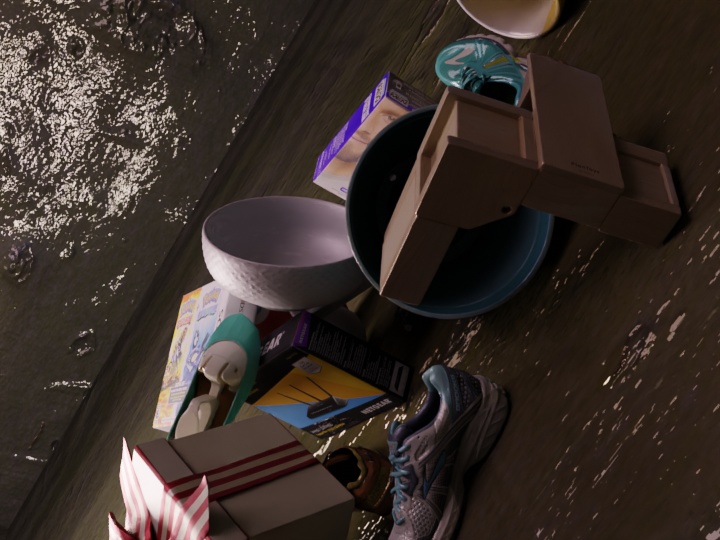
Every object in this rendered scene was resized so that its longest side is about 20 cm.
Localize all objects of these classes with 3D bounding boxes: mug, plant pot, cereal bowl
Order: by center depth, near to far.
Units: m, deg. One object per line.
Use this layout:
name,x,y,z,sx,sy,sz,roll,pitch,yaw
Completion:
plant pot,0.083,-0.062,0.992,0.201,0.199,0.188,-60,3,3
cereal bowl,-0.081,-0.011,1.090,0.200,0.198,0.084,-104,15,-63
mug,0.224,-0.389,1.189,0.154,0.185,0.150,-59,-16,-21

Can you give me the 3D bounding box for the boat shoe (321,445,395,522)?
boat shoe,-0.010,0.213,1.014,0.200,0.068,0.072,-19,46,64

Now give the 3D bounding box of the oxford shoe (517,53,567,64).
oxford shoe,0.171,-0.226,1.137,0.071,0.074,0.200,-61,19,-7

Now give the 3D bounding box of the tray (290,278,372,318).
tray,0.000,0.000,1.151,0.199,0.022,0.107,-33,23,-8

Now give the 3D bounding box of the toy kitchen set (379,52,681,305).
toy kitchen set,0.140,-0.070,0.851,0.164,0.198,0.181,-84,13,-46

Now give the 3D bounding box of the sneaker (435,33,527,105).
sneaker,0.143,-0.211,1.066,0.200,0.079,0.078,38,133,48

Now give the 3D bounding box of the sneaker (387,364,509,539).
sneaker,0.052,0.178,0.869,0.201,0.086,0.078,-65,18,-9

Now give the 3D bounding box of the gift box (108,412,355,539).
gift box,-0.136,0.250,0.945,0.184,0.186,0.202,30,121,43

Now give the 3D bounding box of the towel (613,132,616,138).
towel,0.171,-0.132,0.992,0.200,0.085,0.018,177,107,-68

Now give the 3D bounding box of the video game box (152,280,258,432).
video game box,-0.192,0.107,1.191,0.200,0.046,0.184,-21,53,60

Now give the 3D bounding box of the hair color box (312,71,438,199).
hair color box,0.028,-0.180,1.399,0.200,0.109,0.065,-46,24,40

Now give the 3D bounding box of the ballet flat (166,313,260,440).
ballet flat,-0.160,0.137,1.047,0.070,0.067,0.202,83,-155,-73

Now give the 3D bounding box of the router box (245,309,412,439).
router box,-0.054,0.128,1.124,0.200,0.148,0.051,-36,31,53

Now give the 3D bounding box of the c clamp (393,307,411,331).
c clamp,0.087,-0.027,1.168,0.201,0.027,0.171,-63,13,0

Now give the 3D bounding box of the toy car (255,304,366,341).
toy car,-0.065,0.076,1.224,0.200,0.176,0.186,35,102,59

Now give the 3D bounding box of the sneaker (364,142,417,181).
sneaker,0.088,-0.149,1.120,0.198,0.074,0.081,-14,41,4
